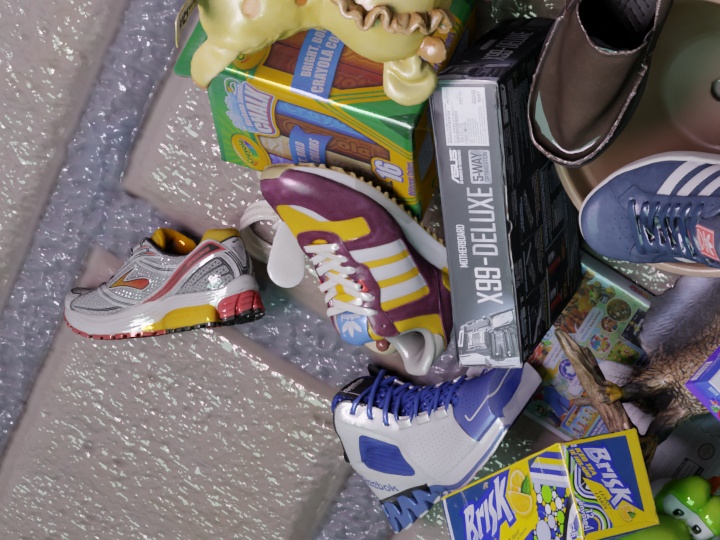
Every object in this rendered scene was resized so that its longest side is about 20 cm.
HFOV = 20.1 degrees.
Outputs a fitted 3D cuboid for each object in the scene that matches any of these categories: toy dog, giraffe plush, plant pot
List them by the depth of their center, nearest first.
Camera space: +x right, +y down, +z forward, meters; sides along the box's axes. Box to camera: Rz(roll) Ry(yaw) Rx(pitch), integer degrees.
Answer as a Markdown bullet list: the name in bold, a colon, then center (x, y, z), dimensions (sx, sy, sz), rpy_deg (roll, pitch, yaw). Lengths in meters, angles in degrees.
- **giraffe plush**: center (-0.014, -0.192, 1.268), dimensions (0.161, 0.201, 0.173), rpy_deg (11, 144, 4)
- **plant pot**: center (0.231, -0.104, 1.354), dimensions (0.200, 0.093, 0.202), rpy_deg (10, 118, 20)
- **toy dog**: center (-0.014, -0.010, 1.510), dimensions (0.199, 0.096, 0.132), rpy_deg (29, 124, 7)

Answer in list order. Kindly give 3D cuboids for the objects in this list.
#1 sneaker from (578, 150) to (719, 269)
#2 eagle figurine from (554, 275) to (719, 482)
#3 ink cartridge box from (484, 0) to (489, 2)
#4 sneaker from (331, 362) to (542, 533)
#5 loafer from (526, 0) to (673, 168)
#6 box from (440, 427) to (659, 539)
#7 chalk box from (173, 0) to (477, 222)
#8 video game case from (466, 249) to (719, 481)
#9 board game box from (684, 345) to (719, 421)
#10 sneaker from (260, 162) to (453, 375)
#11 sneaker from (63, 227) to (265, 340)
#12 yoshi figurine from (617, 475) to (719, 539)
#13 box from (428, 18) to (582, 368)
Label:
- **sneaker**: center (0.220, -0.029, 1.287), dimensions (0.199, 0.085, 0.075), rpy_deg (-7, 114, 34)
- **eagle figurine**: center (0.255, 0.064, 1.419), dimensions (0.151, 0.199, 0.152), rpy_deg (52, 170, 38)
- **ink cartridge box**: center (0.050, -0.279, 1.300), dimensions (0.083, 0.145, 0.200), rpy_deg (-45, 94, -4)
- **sneaker**: center (0.040, 0.116, 1.554), dimensions (0.115, 0.081, 0.199), rpy_deg (42, 137, -1)
- **loafer**: center (0.149, -0.147, 1.271), dimensions (0.073, 0.071, 0.201), rpy_deg (26, 123, 11)
- **box**: center (0.129, 0.169, 1.431), dimensions (0.200, 0.064, 0.071), rpy_deg (142, 117, -62)
- **chalk box**: center (-0.031, -0.140, 1.407), dimensions (0.199, 0.125, 0.124), rpy_deg (18, 153, 12)
- **video game case**: center (0.194, 0.079, 1.515), dimensions (0.199, 0.018, 0.144), rpy_deg (32, 125, 4)
- **board game box**: center (0.330, 0.051, 1.345), dimensions (0.134, 0.200, 0.045), rpy_deg (45, 167, -5)
- **sneaker**: center (0.000, 0.000, 1.398), dimensions (0.200, 0.091, 0.075), rpy_deg (33, 161, -35)
- **sneaker**: center (-0.156, 0.010, 1.601), dimensions (0.199, 0.078, 0.083), rpy_deg (-10, 87, 37)
- **yoshi figurine**: center (0.197, 0.209, 1.475), dimensions (0.112, 0.113, 0.200), rpy_deg (11, 154, -11)
- **box**: center (0.103, -0.056, 1.386), dimensions (0.049, 0.158, 0.201), rpy_deg (1, 112, 22)
